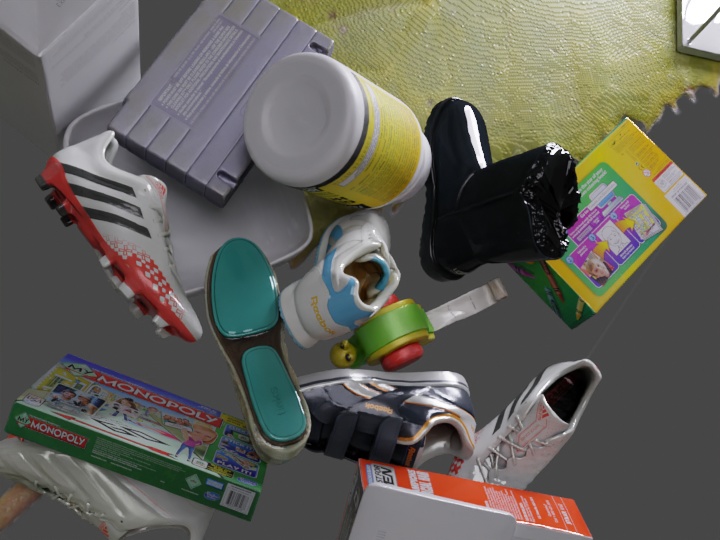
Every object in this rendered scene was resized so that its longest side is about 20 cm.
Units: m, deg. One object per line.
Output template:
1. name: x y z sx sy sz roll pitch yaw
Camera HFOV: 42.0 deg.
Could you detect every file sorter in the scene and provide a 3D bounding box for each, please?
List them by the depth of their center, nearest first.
1. file sorter: 0.486 -0.324 1.083 0.198 0.125 0.140 10 68 -8

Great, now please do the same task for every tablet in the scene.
1. tablet: 0.040 0.274 0.771 0.129 0.014 0.201 14 106 -8

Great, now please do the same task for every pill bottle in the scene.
1. pill bottle: -0.010 -0.117 0.858 0.112 0.200 0.113 -3 83 26

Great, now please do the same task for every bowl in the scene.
1. bowl: -0.162 -0.069 0.879 0.198 0.075 0.201 -18 76 -18

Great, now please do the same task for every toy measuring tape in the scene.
1. toy measuring tape: 0.062 0.045 0.889 0.199 0.074 0.074 -22 77 -18

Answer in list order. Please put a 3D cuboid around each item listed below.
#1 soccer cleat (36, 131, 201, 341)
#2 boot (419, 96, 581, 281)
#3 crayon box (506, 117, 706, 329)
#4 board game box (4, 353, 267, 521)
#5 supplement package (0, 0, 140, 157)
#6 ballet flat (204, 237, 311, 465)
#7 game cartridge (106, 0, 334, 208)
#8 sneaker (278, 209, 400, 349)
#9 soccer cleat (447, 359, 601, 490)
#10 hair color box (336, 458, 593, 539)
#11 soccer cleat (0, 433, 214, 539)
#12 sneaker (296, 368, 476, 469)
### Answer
1. soccer cleat: -0.184 -0.030 0.779 0.085 0.069 0.200 -38 77 -17
2. boot: 0.135 -0.093 0.895 0.076 0.168 0.202 19 68 -34
3. crayon box: 0.248 -0.051 0.970 0.200 0.058 0.119 -41 83 -21
4. board game box: -0.173 0.134 0.776 0.199 0.135 0.029 21 100 -4
5. supplement package: -0.280 -0.210 0.834 0.119 0.200 0.121 37 67 2
6. ballet flat: -0.093 0.069 0.791 0.067 0.062 0.201 -6 62 -19
7. game cartridge: -0.127 -0.169 0.867 0.129 0.038 0.201 30 67 5
8. sneaker: 0.000 0.000 0.848 0.077 0.080 0.200 60 28 -18
9. soccer cleat: 0.148 0.155 0.860 0.069 0.085 0.200 45 68 6
10. hair color box: 0.082 0.240 0.802 0.199 0.064 0.112 13 107 -9
11. soccer cleat: -0.219 0.184 0.782 0.199 0.069 0.078 13 72 -11
12. sneaker: 0.011 0.137 0.833 0.198 0.079 0.080 -2 49 -14
